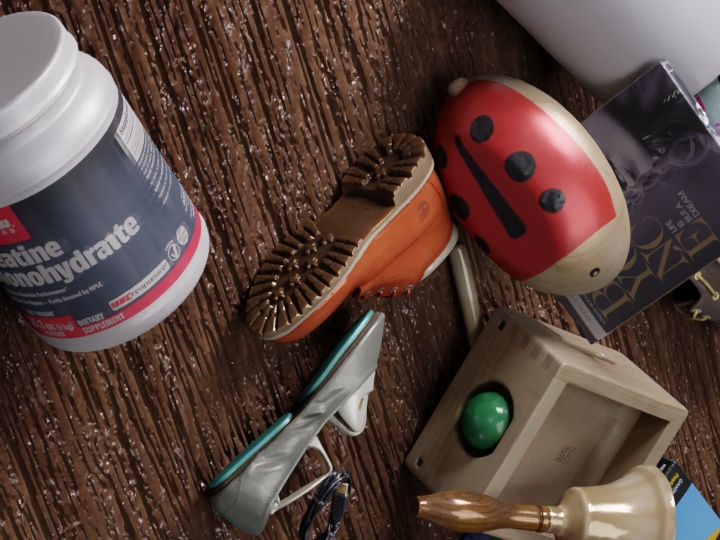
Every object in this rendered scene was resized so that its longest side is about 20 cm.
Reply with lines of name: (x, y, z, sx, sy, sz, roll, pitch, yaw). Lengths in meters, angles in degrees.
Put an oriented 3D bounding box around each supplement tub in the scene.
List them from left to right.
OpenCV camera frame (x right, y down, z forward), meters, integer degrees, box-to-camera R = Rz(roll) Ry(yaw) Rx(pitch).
supplement tub: (-0.202, -0.057, 1.537, 0.140, 0.140, 0.200, -46, 127, -19)

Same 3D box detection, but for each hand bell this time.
hand bell: (0.134, 0.192, 1.803, 0.200, 0.104, 0.104, 9, 98, -22)

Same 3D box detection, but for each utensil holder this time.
utensil holder: (0.189, -0.237, 1.787, 0.200, 0.170, 0.170, 41, 77, -42)

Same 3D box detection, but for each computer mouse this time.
computer mouse: (-0.023, 0.240, 1.811, 0.059, 0.034, 0.200, -26, 137, -35)

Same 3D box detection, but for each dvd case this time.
dvd case: (0.208, -0.050, 1.806, 0.149, 0.200, 0.016, 55, 37, 4)

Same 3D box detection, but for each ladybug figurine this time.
ladybug figurine: (0.124, -0.062, 1.791, 0.200, 0.136, 0.072, 52, 39, -1)

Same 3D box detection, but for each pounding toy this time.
pounding toy: (0.133, 0.109, 1.888, 0.200, 0.142, 0.184, 21, 104, -39)

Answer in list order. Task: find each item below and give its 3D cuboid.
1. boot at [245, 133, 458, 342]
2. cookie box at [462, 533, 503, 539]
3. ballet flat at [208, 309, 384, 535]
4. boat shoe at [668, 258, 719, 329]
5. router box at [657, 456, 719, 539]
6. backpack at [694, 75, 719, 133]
boot: (0.000, 0.000, 1.769, 0.200, 0.075, 0.107, -46, 132, -21)
cookie box: (0.116, 0.332, 1.900, 0.075, 0.171, 0.200, 34, 81, -38)
ballet flat: (-0.034, 0.120, 1.775, 0.064, 0.067, 0.200, 43, 77, -4)
boat shoe: (0.290, 0.006, 2.010, 0.060, 0.072, 0.200, -47, 124, -12)
router box: (0.240, 0.280, 2.062, 0.200, 0.051, 0.149, -52, 131, -15)
backpack: (0.337, -0.129, 1.958, 0.167, 0.127, 0.200, -21, 100, -27)
